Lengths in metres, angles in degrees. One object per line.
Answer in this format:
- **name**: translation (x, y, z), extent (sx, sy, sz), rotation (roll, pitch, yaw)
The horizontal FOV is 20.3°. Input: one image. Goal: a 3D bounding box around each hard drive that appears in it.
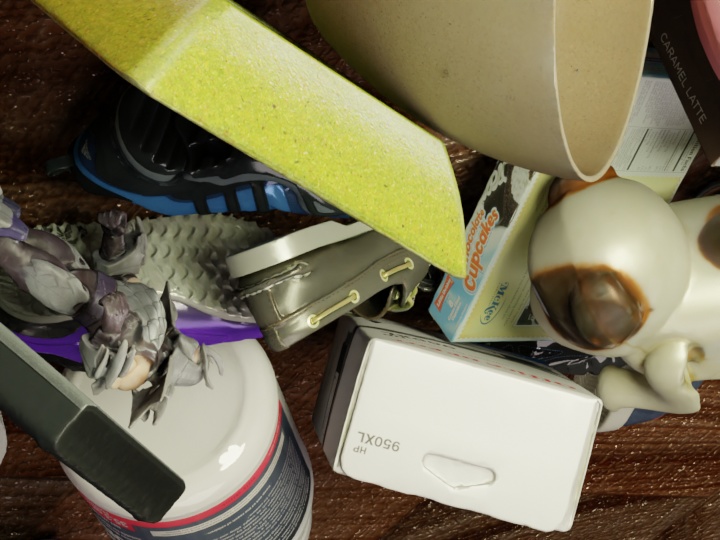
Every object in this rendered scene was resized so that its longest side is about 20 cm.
- **hard drive**: translation (-0.186, 0.045, 1.023), extent (0.033, 0.200, 0.140), rotation (-49, 154, -8)

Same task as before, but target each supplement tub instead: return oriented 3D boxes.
- **supplement tub**: translation (-0.106, 0.122, 1.276), extent (0.140, 0.141, 0.200), rotation (-19, 150, -2)

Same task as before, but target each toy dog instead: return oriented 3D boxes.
- **toy dog**: translation (0.189, 0.011, 1.151), extent (0.199, 0.140, 0.194), rotation (8, 154, -20)

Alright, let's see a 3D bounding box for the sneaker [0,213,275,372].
- **sneaker**: translation (-0.130, 0.019, 1.174), extent (0.199, 0.070, 0.100), rotation (2, 149, -24)

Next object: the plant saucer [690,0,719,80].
- **plant saucer**: translation (0.238, -0.138, 1.020), extent (0.200, 0.202, 0.051), rotation (1, 166, -34)

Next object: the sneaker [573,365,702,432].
- **sneaker**: translation (0.224, 0.048, 1.437), extent (0.084, 0.075, 0.200), rotation (-9, 157, -22)

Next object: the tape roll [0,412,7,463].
- **tape roll**: translation (-0.310, 0.091, 1.168), extent (0.201, 0.071, 0.203), rotation (-15, 150, -9)

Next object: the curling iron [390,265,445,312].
- **curling iron**: translation (0.086, 0.010, 1.286), extent (0.199, 0.050, 0.026), rotation (7, 139, -30)

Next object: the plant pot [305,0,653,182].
- **plant pot**: translation (0.051, -0.146, 0.912), extent (0.134, 0.201, 0.200), rotation (6, 157, 20)

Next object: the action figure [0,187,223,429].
- **action figure**: translation (-0.150, 0.005, 1.035), extent (0.200, 0.130, 0.069), rotation (34, 103, -22)

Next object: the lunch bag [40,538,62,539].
- **lunch bag**: translation (-0.312, 0.277, 1.428), extent (0.169, 0.124, 0.200), rotation (11, 130, -44)

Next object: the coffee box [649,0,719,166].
- **coffee box**: translation (0.271, -0.121, 1.136), extent (0.199, 0.115, 0.080), rotation (1, 144, -34)

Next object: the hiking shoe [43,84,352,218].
- **hiking shoe**: translation (-0.066, -0.064, 1.084), extent (0.199, 0.075, 0.086), rotation (11, 161, -42)

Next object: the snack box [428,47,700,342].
- **snack box**: translation (0.129, -0.043, 1.205), extent (0.116, 0.037, 0.201), rotation (1, 128, -33)

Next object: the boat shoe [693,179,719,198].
- **boat shoe**: translation (0.286, -0.033, 1.259), extent (0.067, 0.072, 0.200), rotation (7, 178, -30)

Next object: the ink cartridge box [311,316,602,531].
- **ink cartridge box**: translation (0.054, 0.087, 1.230), extent (0.144, 0.085, 0.200), rotation (15, -177, -6)

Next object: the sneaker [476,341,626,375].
- **sneaker**: translation (0.095, 0.046, 1.366), extent (0.199, 0.073, 0.082), rotation (-23, 133, -4)

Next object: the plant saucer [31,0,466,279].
- **plant saucer**: translation (-0.053, -0.090, 0.904), extent (0.199, 0.200, 0.048), rotation (30, 97, -38)

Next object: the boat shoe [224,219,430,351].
- **boat shoe**: translation (-0.002, 0.001, 1.164), extent (0.072, 0.061, 0.201), rotation (-20, 178, 34)
